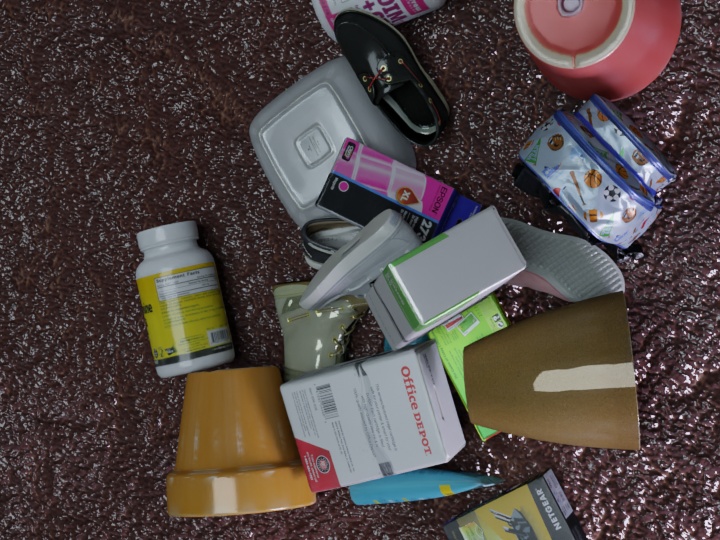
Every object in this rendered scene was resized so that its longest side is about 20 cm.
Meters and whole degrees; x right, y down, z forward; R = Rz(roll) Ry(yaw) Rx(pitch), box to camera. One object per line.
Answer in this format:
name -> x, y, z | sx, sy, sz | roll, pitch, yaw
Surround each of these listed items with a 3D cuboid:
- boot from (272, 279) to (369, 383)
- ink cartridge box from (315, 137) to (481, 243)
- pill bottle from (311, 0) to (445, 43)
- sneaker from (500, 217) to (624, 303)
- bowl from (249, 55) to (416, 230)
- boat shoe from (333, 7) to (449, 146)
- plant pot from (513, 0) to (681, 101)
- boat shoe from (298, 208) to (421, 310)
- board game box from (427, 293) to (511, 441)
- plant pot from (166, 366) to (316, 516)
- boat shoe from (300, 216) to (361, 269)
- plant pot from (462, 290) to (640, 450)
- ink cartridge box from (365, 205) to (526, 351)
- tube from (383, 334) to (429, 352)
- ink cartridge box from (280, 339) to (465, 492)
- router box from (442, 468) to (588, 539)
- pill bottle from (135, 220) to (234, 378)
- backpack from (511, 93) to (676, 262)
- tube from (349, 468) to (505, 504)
boot -> -0.024, 0.088, 1.764 | 0.198, 0.072, 0.157 | -3, 92, 29
ink cartridge box -> 0.050, -0.083, 1.679 | 0.198, 0.037, 0.096 | 25, 87, -6
pill bottle -> 0.043, -0.372, 1.678 | 0.198, 0.113, 0.115 | -17, 88, 22
sneaker -> 0.229, -0.007, 1.662 | 0.198, 0.105, 0.076 | 23, 78, -10
bowl -> -0.047, -0.163, 1.753 | 0.199, 0.075, 0.202 | -32, 84, 22
boat shoe -> 0.038, -0.244, 1.669 | 0.073, 0.063, 0.202 | -29, 113, 33
plant pot -> 0.268, -0.304, 1.559 | 0.198, 0.177, 0.203 | 2, 95, 22
boat shoe -> 0.000, 0.000, 1.668 | 0.068, 0.072, 0.200 | 40, 122, -13
board game box -> 0.155, 0.104, 1.695 | 0.101, 0.048, 0.202 | -29, 83, 8
plant pot -> -0.163, 0.225, 1.770 | 0.198, 0.200, 0.186 | -7, 84, 22
boat shoe -> 0.019, -0.035, 1.722 | 0.197, 0.061, 0.075 | 6, 58, 13
plant pot -> 0.225, 0.129, 1.583 | 0.197, 0.186, 0.189 | -7, 92, 8
ink cartridge box -> 0.095, 0.013, 1.566 | 0.144, 0.200, 0.085 | -29, 84, -13
tube -> 0.058, 0.130, 1.751 | 0.076, 0.050, 0.203 | 7, 90, 16
ink cartridge box -> 0.017, 0.184, 1.682 | 0.198, 0.084, 0.146 | -16, 92, 24
router box -> 0.220, 0.380, 1.699 | 0.156, 0.052, 0.202 | -31, 83, 21
pill bottle -> -0.247, 0.039, 1.828 | 0.111, 0.112, 0.203 | -13, 89, 22
backpack -> 0.276, -0.113, 1.562 | 0.200, 0.190, 0.155 | 42, 111, 13
tube -> 0.083, 0.278, 1.732 | 0.198, 0.077, 0.051 | -6, 89, 26
